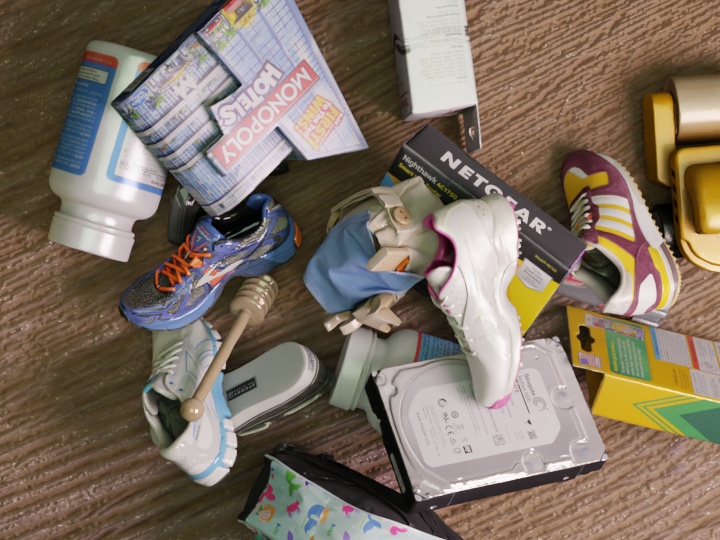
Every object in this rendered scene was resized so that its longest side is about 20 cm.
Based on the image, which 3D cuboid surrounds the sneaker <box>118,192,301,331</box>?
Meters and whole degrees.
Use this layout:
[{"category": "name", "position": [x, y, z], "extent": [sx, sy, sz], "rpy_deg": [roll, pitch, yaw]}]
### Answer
[{"category": "sneaker", "position": [-0.155, -0.015, 1.662], "extent": [0.200, 0.079, 0.075], "rpy_deg": [-35, 52, -15]}]

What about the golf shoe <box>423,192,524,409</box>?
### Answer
[{"category": "golf shoe", "position": [0.099, 0.030, 1.552], "extent": [0.091, 0.075, 0.201], "rpy_deg": [-5, 95, -21]}]

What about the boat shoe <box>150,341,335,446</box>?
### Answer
[{"category": "boat shoe", "position": [-0.118, 0.136, 1.680], "extent": [0.200, 0.064, 0.071], "rpy_deg": [-23, 55, 24]}]

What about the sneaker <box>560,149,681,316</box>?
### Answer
[{"category": "sneaker", "position": [0.233, -0.041, 1.656], "extent": [0.090, 0.075, 0.200], "rpy_deg": [-8, 50, -28]}]

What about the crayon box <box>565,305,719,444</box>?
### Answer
[{"category": "crayon box", "position": [0.297, 0.106, 1.681], "extent": [0.199, 0.126, 0.052], "rpy_deg": [14, 117, -3]}]

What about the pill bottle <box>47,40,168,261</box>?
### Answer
[{"category": "pill bottle", "position": [-0.241, -0.116, 1.656], "extent": [0.112, 0.112, 0.201], "rpy_deg": [17, 90, -3]}]

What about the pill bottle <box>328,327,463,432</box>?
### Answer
[{"category": "pill bottle", "position": [0.075, 0.122, 1.680], "extent": [0.200, 0.109, 0.109], "rpy_deg": [17, 91, -3]}]

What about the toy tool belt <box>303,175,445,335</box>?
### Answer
[{"category": "toy tool belt", "position": [0.000, 0.000, 1.614], "extent": [0.125, 0.200, 0.123], "rpy_deg": [48, 48, -1]}]

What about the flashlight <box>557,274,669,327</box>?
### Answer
[{"category": "flashlight", "position": [0.218, -0.003, 1.708], "extent": [0.200, 0.068, 0.068], "rpy_deg": [20, 64, -3]}]

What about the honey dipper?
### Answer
[{"category": "honey dipper", "position": [-0.130, 0.074, 1.636], "extent": [0.038, 0.200, 0.038], "rpy_deg": [11, 130, 14]}]

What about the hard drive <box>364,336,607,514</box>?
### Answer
[{"category": "hard drive", "position": [0.118, 0.143, 1.590], "extent": [0.199, 0.038, 0.140], "rpy_deg": [-8, 61, -20]}]

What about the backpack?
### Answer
[{"category": "backpack", "position": [-0.004, 0.266, 1.616], "extent": [0.200, 0.177, 0.151], "rpy_deg": [15, 83, 34]}]

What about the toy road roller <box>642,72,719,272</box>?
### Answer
[{"category": "toy road roller", "position": [0.359, -0.098, 1.671], "extent": [0.123, 0.146, 0.201], "rpy_deg": [-5, 92, -3]}]

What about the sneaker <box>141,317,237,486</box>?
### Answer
[{"category": "sneaker", "position": [-0.178, 0.109, 1.637], "extent": [0.075, 0.087, 0.200], "rpy_deg": [-36, 50, 21]}]

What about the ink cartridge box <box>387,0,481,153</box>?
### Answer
[{"category": "ink cartridge box", "position": [0.070, -0.213, 1.667], "extent": [0.068, 0.116, 0.201], "rpy_deg": [-8, 91, -3]}]

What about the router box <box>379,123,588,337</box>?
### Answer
[{"category": "router box", "position": [0.103, -0.027, 1.647], "extent": [0.200, 0.149, 0.051], "rpy_deg": [37, 46, 8]}]

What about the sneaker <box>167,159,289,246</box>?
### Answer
[{"category": "sneaker", "position": [-0.119, -0.110, 1.688], "extent": [0.104, 0.060, 0.200], "rpy_deg": [17, 88, 0]}]

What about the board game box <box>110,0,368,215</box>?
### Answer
[{"category": "board game box", "position": [-0.098, -0.155, 1.619], "extent": [0.200, 0.062, 0.200], "rpy_deg": [-47, 111, -13]}]
